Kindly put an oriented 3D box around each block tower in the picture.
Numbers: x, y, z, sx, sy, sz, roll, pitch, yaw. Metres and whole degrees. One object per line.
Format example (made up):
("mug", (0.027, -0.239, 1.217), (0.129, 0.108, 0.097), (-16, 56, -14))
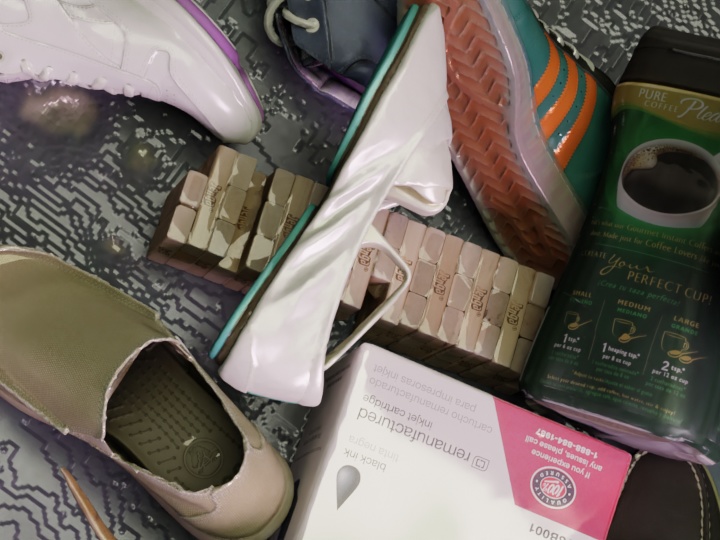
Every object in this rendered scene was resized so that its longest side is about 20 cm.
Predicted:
("block tower", (0.000, 0.000, 0.997), (0.199, 0.058, 0.054), (21, 75, -12))

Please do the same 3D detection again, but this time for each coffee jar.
("coffee jar", (0.155, -0.015, 0.974), (0.104, 0.085, 0.201), (16, 83, 27))

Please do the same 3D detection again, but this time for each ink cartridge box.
("ink cartridge box", (0.024, 0.158, 0.955), (0.144, 0.084, 0.201), (23, 74, -9))

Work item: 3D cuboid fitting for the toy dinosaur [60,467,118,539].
("toy dinosaur", (-0.035, 0.151, 0.879), (0.198, 0.061, 0.107), (5, 52, -16))

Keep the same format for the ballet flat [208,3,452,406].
("ballet flat", (0.003, -0.026, 0.937), (0.069, 0.069, 0.201), (31, 82, -8))

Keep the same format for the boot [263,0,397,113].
("boot", (-0.026, -0.154, 1.010), (0.199, 0.073, 0.091), (35, 71, -10))

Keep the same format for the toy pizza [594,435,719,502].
("toy pizza", (0.217, 0.094, 1.019), (0.199, 0.032, 0.202), (-3, 79, 17))

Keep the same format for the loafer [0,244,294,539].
("loafer", (-0.112, 0.048, 0.931), (0.199, 0.068, 0.076), (35, 70, 11))

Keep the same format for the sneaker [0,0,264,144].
("sneaker", (-0.138, -0.116, 0.984), (0.200, 0.075, 0.100), (38, 90, -6))

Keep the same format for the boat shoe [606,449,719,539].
("boat shoe", (0.135, 0.172, 0.958), (0.071, 0.066, 0.202), (9, 67, 14))

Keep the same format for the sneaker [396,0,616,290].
("sneaker", (0.081, -0.090, 1.007), (0.080, 0.071, 0.201), (-49, 129, -33))
